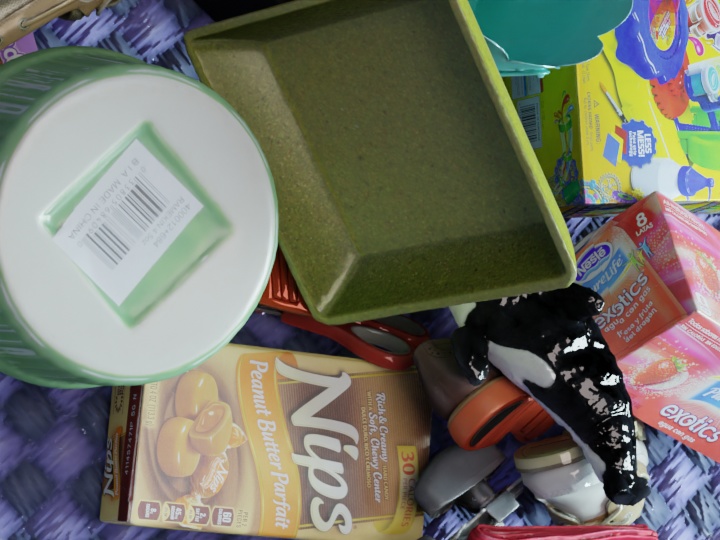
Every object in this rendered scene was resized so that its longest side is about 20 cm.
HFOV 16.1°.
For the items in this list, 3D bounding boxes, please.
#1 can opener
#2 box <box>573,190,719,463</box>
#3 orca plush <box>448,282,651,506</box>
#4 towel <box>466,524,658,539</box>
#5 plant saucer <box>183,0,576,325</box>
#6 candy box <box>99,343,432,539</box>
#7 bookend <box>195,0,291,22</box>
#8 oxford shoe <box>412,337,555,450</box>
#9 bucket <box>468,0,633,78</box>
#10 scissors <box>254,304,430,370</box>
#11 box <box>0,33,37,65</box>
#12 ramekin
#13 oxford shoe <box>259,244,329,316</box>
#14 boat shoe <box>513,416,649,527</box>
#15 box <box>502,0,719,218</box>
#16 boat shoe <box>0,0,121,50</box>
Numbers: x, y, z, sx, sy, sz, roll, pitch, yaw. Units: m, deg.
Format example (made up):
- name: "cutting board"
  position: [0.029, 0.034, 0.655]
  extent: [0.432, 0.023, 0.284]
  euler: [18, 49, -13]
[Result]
- name: "can opener"
  position: [0.023, 0.174, 1.556]
  extent: [0.200, 0.053, 0.067]
  euler: [-34, 76, -32]
- name: "box"
  position: [0.223, 0.044, 1.642]
  extent: [0.200, 0.095, 0.103]
  euler: [30, 36, -42]
- name: "orca plush"
  position: [0.117, 0.044, 1.507]
  extent: [0.105, 0.071, 0.200]
  euler: [-4, 57, -35]
- name: "towel"
  position: [0.096, 0.240, 1.589]
  extent: [0.145, 0.022, 0.200]
  euler: [3, 120, -33]
- name: "plant saucer"
  position: [0.020, -0.076, 1.461]
  extent: [0.048, 0.200, 0.200]
  euler: [-42, 113, -44]
- name: "candy box"
  position: [-0.056, 0.107, 1.573]
  extent: [0.200, 0.055, 0.116]
  euler: [8, 84, -26]
- name: "bookend"
  position: [-0.049, -0.265, 1.584]
  extent: [0.200, 0.092, 0.199]
  euler: [46, 68, -17]
- name: "oxford shoe"
  position: [0.097, 0.063, 1.612]
  extent: [0.071, 0.200, 0.073]
  euler: [-45, 72, 17]
- name: "bucket"
  position: [0.058, -0.212, 1.524]
  extent: [0.207, 0.135, 0.207]
  euler: [6, 81, -42]
- name: "scissors"
  position: [-0.052, 0.022, 1.600]
  extent: [0.200, 0.073, 0.014]
  euler: [17, 114, -3]
- name: "box"
  position: [-0.252, -0.091, 1.501]
  extent: [0.137, 0.039, 0.200]
  euler: [-17, 94, -27]
- name: "ramekin"
  position: [-0.144, -0.027, 1.440]
  extent: [0.200, 0.098, 0.200]
  euler: [-2, 95, -27]
- name: "oxford shoe"
  position: [0.000, 0.000, 1.594]
  extent: [0.200, 0.073, 0.071]
  euler: [2, 80, -16]
- name: "boat shoe"
  position: [0.150, 0.133, 1.608]
  extent: [0.200, 0.075, 0.068]
  euler: [-2, 81, -71]
- name: "box"
  position: [0.191, -0.139, 1.677]
  extent: [0.192, 0.122, 0.200]
  euler: [-3, 87, -27]
- name: "boat shoe"
  position: [-0.194, -0.154, 1.477]
  extent: [0.201, 0.073, 0.063]
  euler: [-26, 109, -26]
